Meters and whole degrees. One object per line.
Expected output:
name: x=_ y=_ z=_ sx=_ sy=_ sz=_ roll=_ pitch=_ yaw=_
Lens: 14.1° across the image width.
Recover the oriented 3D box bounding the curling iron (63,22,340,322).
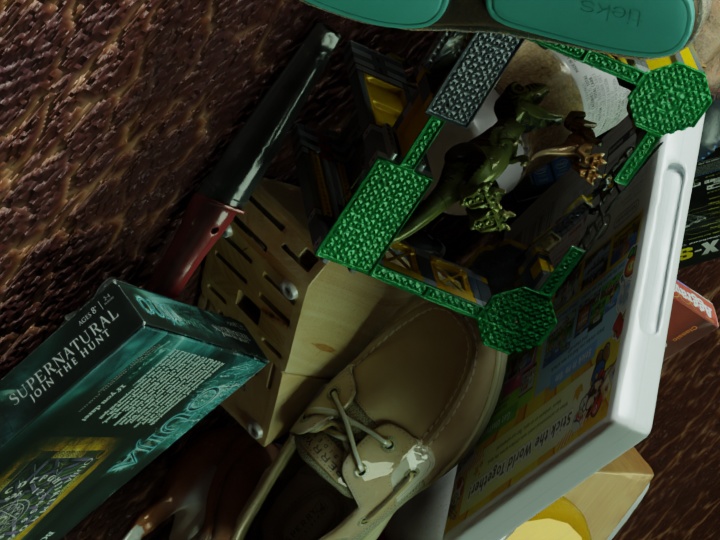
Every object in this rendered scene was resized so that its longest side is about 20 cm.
curling iron: x=-0.070 y=-0.027 z=1.313 sx=0.200 sy=0.026 sz=0.050 roll=-51 pitch=161 yaw=11

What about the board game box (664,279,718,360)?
board game box: x=0.082 y=0.053 z=1.562 sx=0.200 sy=0.019 sz=0.103 roll=-34 pitch=137 yaw=27

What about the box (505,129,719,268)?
box: x=0.179 y=-0.052 z=1.601 sx=0.200 sy=0.049 sz=0.160 roll=-16 pitch=159 yaw=1

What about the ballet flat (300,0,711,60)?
ballet flat: x=0.044 y=-0.131 z=1.188 sx=0.067 sy=0.200 sz=0.068 roll=-81 pitch=-172 yaw=-52

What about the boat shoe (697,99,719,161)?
boat shoe: x=0.199 y=-0.134 z=1.449 sx=0.084 sy=0.069 sz=0.200 roll=-15 pitch=-133 yaw=57

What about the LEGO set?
LEGO set: x=0.057 y=-0.074 z=1.314 sx=0.154 sy=0.116 sz=0.200 roll=14 pitch=123 yaw=-19

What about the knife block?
knife block: x=0.000 y=0.000 z=1.449 sx=0.176 sy=0.064 sz=0.200 roll=-34 pitch=156 yaw=-31

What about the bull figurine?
bull figurine: x=-0.067 y=0.134 z=1.560 sx=0.121 sy=0.065 sz=0.200 roll=-51 pitch=160 yaw=-3

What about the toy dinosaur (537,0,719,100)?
toy dinosaur: x=0.135 y=-0.131 z=1.352 sx=0.136 sy=0.200 sz=0.086 roll=-42 pitch=-171 yaw=-9

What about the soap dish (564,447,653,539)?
soap dish: x=0.062 y=0.140 z=1.717 sx=0.081 sy=0.157 sz=0.200 roll=11 pitch=122 yaw=-47

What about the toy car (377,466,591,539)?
toy car: x=0.026 y=0.188 z=1.575 sx=0.200 sy=0.150 sz=0.175 roll=-43 pitch=123 yaw=-21

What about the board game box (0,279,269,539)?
board game box: x=-0.147 y=0.086 z=1.320 sx=0.200 sy=0.028 sz=0.135 roll=-40 pitch=159 yaw=11

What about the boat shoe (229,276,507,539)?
boat shoe: x=0.000 y=0.086 z=1.420 sx=0.065 sy=0.072 sz=0.200 roll=-18 pitch=151 yaw=-54

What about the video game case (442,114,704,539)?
video game case: x=0.100 y=0.025 z=1.382 sx=0.200 sy=0.023 sz=0.182 roll=135 pitch=-29 yaw=-60

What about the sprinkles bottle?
sprinkles bottle: x=0.105 y=-0.096 z=1.466 sx=0.200 sy=0.068 sz=0.068 roll=-30 pitch=154 yaw=-37
